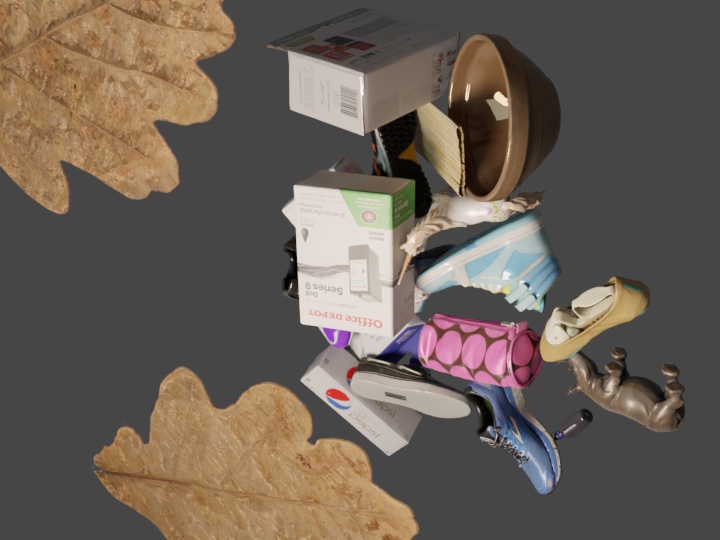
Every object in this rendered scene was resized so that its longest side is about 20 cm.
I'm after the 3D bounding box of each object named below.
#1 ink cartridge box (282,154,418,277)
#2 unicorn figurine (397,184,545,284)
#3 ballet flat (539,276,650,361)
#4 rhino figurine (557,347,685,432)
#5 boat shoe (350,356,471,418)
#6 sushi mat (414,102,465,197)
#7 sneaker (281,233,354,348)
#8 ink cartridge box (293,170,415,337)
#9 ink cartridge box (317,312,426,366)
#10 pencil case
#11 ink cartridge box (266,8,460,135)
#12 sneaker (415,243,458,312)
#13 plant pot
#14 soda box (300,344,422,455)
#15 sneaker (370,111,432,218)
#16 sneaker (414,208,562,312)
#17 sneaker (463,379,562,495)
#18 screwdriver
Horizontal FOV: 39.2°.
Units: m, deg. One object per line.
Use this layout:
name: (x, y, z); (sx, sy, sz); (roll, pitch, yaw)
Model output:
ink cartridge box: (-0.008, -0.054, 1.501); (0.200, 0.057, 0.162); (47, 142, -9)
unicorn figurine: (0.134, -0.074, 1.325); (0.199, 0.137, 0.074); (-25, 99, 26)
ballet flat: (0.289, 0.058, 1.324); (0.063, 0.069, 0.200); (23, 141, -25)
rhino figurine: (0.340, 0.153, 1.333); (0.199, 0.060, 0.088); (19, 130, 42)
boat shoe: (0.085, 0.179, 1.607); (0.198, 0.064, 0.071); (13, 144, 15)
sushi mat: (0.101, -0.174, 1.347); (0.200, 0.012, 0.097); (-121, 24, -62)
sneaker: (-0.077, 0.035, 1.612); (0.069, 0.099, 0.202); (-6, 102, 54)
ink cartridge box: (-0.006, -0.023, 1.359); (0.145, 0.084, 0.202); (7, 112, 23)
ink cartridge box: (0.018, 0.094, 1.653); (0.201, 0.040, 0.200); (52, 140, 10)
pencil case: (0.170, 0.110, 1.467); (0.199, 0.090, 0.095); (4, 116, 47)
ink cartridge box: (0.004, -0.268, 1.329); (0.175, 0.199, 0.085); (25, 130, 34)
sneaker: (0.090, 0.016, 1.500); (0.199, 0.075, 0.087); (-16, 94, 52)
plant pot: (0.184, -0.188, 1.242); (0.201, 0.092, 0.203); (175, 90, -75)
soda box: (0.002, 0.212, 1.677); (0.200, 0.064, 0.068); (41, 139, -6)
sneaker: (0.037, -0.159, 1.411); (0.090, 0.069, 0.202); (-26, 74, 57)
sneaker: (0.179, 0.016, 1.365); (0.199, 0.080, 0.131); (-27, 97, 23)
sneaker: (0.216, 0.242, 1.479); (0.201, 0.089, 0.079); (57, 150, 14)
screwdriver: (0.278, 0.249, 1.485); (0.029, 0.028, 0.200); (30, 142, -10)
